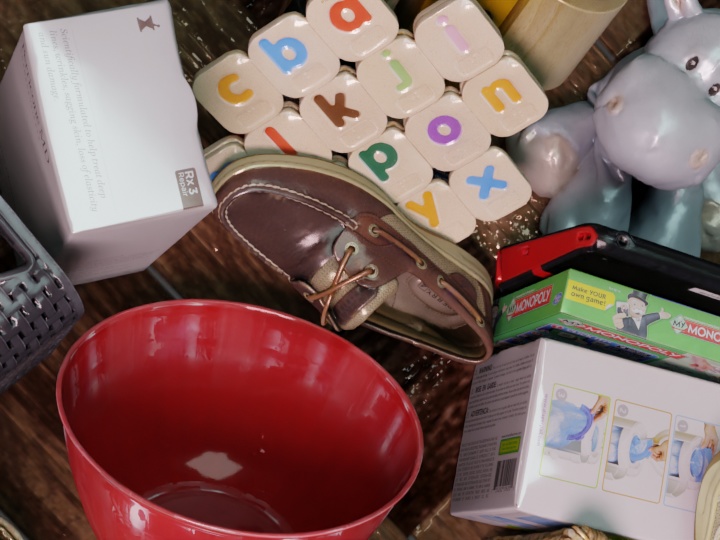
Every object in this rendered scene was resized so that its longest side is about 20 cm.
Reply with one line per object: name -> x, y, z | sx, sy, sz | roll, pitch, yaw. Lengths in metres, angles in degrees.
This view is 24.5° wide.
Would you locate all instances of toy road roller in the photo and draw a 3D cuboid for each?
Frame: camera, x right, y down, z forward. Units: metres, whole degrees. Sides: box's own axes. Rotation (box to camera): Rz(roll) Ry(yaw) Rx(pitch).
toy road roller -> 0.049, -0.198, 0.978 | 0.199, 0.123, 0.147 | 8, 57, -21

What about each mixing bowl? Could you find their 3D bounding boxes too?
mixing bowl -> -0.075, 0.117, 0.913 | 0.199, 0.200, 0.109 | 7, 122, -15

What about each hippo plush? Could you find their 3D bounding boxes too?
hippo plush -> 0.206, -0.086, 1.032 | 0.159, 0.161, 0.200 | 47, 71, -3

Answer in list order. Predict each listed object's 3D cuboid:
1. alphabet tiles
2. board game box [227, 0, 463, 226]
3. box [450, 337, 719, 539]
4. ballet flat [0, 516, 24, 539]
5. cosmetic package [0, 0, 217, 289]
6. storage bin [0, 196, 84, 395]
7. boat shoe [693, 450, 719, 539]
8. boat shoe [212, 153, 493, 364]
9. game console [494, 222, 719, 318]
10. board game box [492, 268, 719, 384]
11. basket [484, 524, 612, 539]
alphabet tiles -> 0.004, -0.078, 0.964 | 0.196, 0.200, 0.015 | 45, 25, -35
board game box -> 0.022, -0.143, 1.048 | 0.151, 0.046, 0.201 | 24, 73, -11
box -> 0.171, 0.119, 1.007 | 0.199, 0.112, 0.102 | 15, 76, -14
ballet flat -> -0.176, 0.222, 0.890 | 0.067, 0.062, 0.200 | -23, 77, -32
cosmetic package -> -0.146, -0.060, 0.900 | 0.081, 0.200, 0.113 | -12, 83, -19
storage bin -> -0.231, 0.011, 0.860 | 0.094, 0.200, 0.135 | -40, 92, -19
boat shoe -> 0.222, 0.197, 0.930 | 0.073, 0.063, 0.202 | -1, 108, -17
boat shoe -> 0.000, 0.000, 0.974 | 0.200, 0.072, 0.072 | 30, 32, -28
game console -> 0.192, 0.016, 0.999 | 0.199, 0.177, 0.031 | 17, 77, -13
board game box -> 0.188, 0.051, 1.014 | 0.199, 0.135, 0.029 | 18, 75, -13
basket -> 0.111, 0.262, 0.943 | 0.142, 0.149, 0.200 | 32, 71, -8
